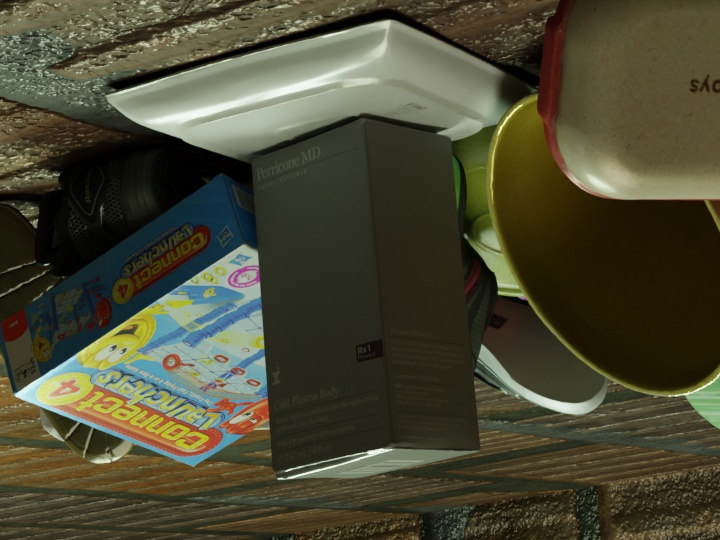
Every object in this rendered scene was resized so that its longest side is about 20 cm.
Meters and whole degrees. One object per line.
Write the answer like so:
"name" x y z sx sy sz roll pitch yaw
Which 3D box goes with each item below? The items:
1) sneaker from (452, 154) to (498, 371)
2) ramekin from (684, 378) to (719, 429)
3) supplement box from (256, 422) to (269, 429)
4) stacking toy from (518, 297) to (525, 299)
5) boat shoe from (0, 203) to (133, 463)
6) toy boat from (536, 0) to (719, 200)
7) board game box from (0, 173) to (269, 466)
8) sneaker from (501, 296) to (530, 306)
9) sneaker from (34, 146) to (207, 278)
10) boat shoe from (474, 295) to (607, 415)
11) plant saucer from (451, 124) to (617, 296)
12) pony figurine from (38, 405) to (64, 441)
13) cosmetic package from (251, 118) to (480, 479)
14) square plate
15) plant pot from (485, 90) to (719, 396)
"sneaker" 0.045 0.003 1.414 0.076 0.201 0.084 23 -140 28
"ramekin" 0.335 0.043 1.708 0.198 0.202 0.098 0 175 -24
"supplement box" -0.028 0.066 1.795 0.198 0.127 0.073 0 179 -19
"stacking toy" 0.152 -0.010 1.653 0.198 0.111 0.116 14 173 -14
"boat shoe" -0.216 0.040 1.529 0.071 0.202 0.066 -26 -167 15
"toy boat" 0.180 -0.111 1.164 0.198 0.132 0.131 0 -163 -18
"board game box" -0.102 0.039 1.438 0.195 0.056 0.200 -33 147 21
"sneaker" 0.168 0.011 1.786 0.198 0.067 0.078 -4 172 -4
"sneaker" -0.147 -0.021 1.468 0.113 0.077 0.199 -5 159 21
"boat shoe" 0.117 0.064 1.692 0.200 0.069 0.057 32 152 39
"plant saucer" 0.101 -0.036 1.440 0.198 0.031 0.201 7 149 4
"pony figurine" -0.228 0.046 1.649 0.192 0.168 0.200 -2 -174 25
"cosmetic package" 0.002 0.019 1.307 0.106 0.202 0.090 -19 164 42
"square plate" -0.018 -0.096 1.301 0.197 0.029 0.200 -11 167 29
"plant pot" 0.195 -0.046 1.305 0.142 0.201 0.200 -31 -177 -31
